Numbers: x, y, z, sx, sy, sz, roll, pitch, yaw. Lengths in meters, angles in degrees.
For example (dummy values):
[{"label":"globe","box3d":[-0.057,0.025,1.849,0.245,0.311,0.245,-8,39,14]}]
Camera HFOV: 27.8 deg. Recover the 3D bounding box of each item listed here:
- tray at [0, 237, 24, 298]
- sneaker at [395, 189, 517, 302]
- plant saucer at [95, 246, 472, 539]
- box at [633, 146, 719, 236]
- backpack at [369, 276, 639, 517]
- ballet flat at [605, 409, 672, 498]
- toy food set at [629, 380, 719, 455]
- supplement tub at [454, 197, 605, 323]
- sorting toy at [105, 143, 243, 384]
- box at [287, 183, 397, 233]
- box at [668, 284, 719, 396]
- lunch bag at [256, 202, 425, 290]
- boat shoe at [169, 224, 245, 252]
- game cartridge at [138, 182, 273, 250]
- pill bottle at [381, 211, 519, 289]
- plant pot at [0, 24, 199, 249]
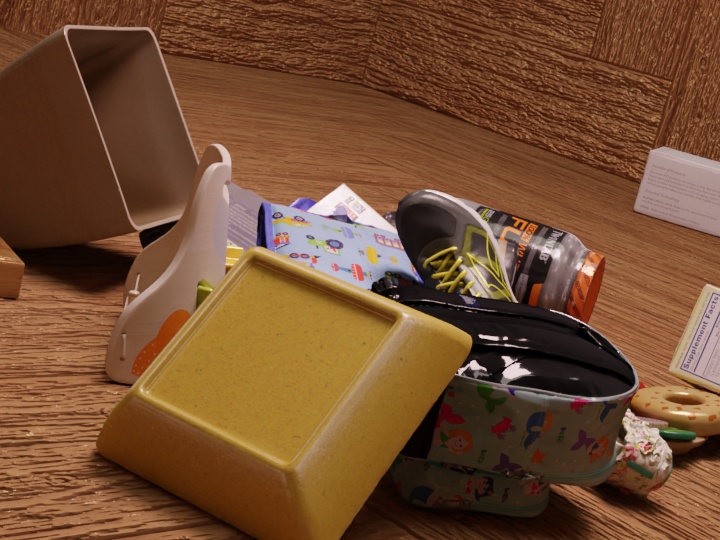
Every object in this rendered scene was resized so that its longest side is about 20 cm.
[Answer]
[{"label":"tray","box3d":[-0.407,-0.017,1.283,0.198,0.037,0.098,8,14,-32]},{"label":"sneaker","box3d":[0.096,0.018,1.245,0.201,0.074,0.085,55,16,-1]},{"label":"plant saucer","box3d":[-0.056,0.070,0.981,0.198,0.049,0.200,21,57,29]},{"label":"box","box3d":[0.688,-0.166,3.010,0.198,0.132,0.199,18,12,17]},{"label":"backpack","box3d":[0.104,0.095,1.101,0.197,0.152,0.178,2,21,-15]},{"label":"ballet flat","box3d":[0.189,0.125,1.245,0.064,0.076,0.200,27,2,-34]},{"label":"toy food set","box3d":[0.243,0.123,1.391,0.199,0.049,0.197,25,16,39]},{"label":"supplement tub","box3d":[0.176,-0.001,1.690,0.198,0.124,0.122,18,13,16]},{"label":"sorting toy","box3d":[-0.141,-0.012,1.229,0.106,0.182,0.200,12,13,-8]},{"label":"box","box3d":[0.000,0.000,1.398,0.200,0.042,0.119,42,46,9]},{"label":"box","box3d":[0.439,0.112,1.454,0.199,0.098,0.175,25,-1,35]},{"label":"lunch bag","box3d":[-0.019,0.008,1.305,0.149,0.095,0.201,12,40,-13]},{"label":"boat shoe","box3d":[-0.108,0.032,1.348,0.199,0.063,0.074,37,42,23]},{"label":"game cartridge","box3d":[-0.126,-0.023,1.492,0.129,0.039,0.199,-27,35,-25]},{"label":"pill bottle","box3d":[0.065,0.001,1.578,0.198,0.113,0.112,15,12,2]},{"label":"plant pot","box3d":[-0.290,-0.117,1.463,0.175,0.202,0.200,-19,2,19]}]
